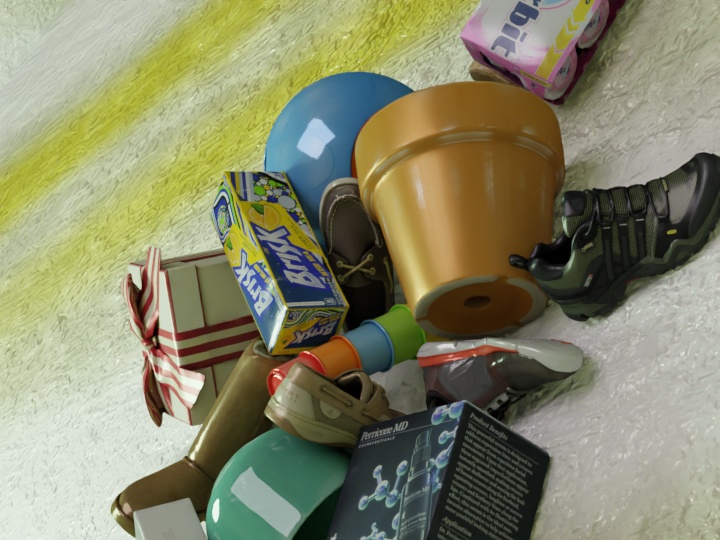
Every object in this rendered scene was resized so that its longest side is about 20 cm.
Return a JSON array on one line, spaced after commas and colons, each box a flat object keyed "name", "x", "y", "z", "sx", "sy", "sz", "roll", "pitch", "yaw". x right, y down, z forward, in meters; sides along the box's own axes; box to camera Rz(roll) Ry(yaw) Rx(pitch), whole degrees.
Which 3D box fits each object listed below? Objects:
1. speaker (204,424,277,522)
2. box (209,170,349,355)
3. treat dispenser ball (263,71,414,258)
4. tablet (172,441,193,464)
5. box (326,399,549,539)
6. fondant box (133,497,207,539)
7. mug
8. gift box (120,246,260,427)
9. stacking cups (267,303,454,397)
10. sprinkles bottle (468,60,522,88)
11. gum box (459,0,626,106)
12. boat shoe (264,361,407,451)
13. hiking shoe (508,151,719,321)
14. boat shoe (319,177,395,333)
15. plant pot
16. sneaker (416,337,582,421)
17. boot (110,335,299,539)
[{"name": "speaker", "x": -0.089, "y": 0.191, "z": 1.753, "sx": 0.200, "sy": 0.081, "sz": 0.082, "roll": -35, "pitch": 34, "yaw": 35}, {"name": "box", "x": -0.082, "y": -0.010, "z": 1.669, "sx": 0.201, "sy": 0.070, "sz": 0.065, "roll": 63, "pitch": 143, "yaw": 40}, {"name": "treat dispenser ball", "x": -0.003, "y": -0.108, "z": 1.800, "sx": 0.201, "sy": 0.200, "sz": 0.202, "roll": -39, "pitch": 32, "yaw": 30}, {"name": "tablet", "x": -0.157, "y": 0.180, "z": 1.823, "sx": 0.130, "sy": 0.014, "sz": 0.200, "roll": -37, "pitch": 2, "yaw": 0}, {"name": "box", "x": 0.055, "y": 0.230, "z": 1.444, "sx": 0.148, "sy": 0.107, "sz": 0.201, "roll": -21, "pitch": 43, "yaw": 49}, {"name": "fondant box", "x": -0.159, "y": 0.334, "z": 1.581, "sx": 0.145, "sy": 0.058, "sz": 0.201, "roll": -123, "pitch": 27, "yaw": -48}, {"name": "mug", "x": -0.060, "y": 0.220, "z": 1.580, "sx": 0.114, "sy": 0.185, "sz": 0.153, "roll": 33, "pitch": 104, "yaw": 28}, {"name": "gift box", "x": -0.146, "y": 0.055, "z": 1.784, "sx": 0.200, "sy": 0.185, "sz": 0.186, "roll": 174, "pitch": 84, "yaw": -71}, {"name": "stacking cups", "x": -0.002, "y": 0.076, "z": 1.622, "sx": 0.199, "sy": 0.061, "sz": 0.060, "roll": -20, "pitch": 8, "yaw": -32}, {"name": "sprinkles bottle", "x": 0.188, "y": -0.281, "z": 1.819, "sx": 0.201, "sy": 0.068, "sz": 0.068, "roll": -62, "pitch": 28, "yaw": -9}, {"name": "gum box", "x": 0.198, "y": -0.277, "z": 1.736, "sx": 0.113, "sy": 0.066, "sz": 0.201, "roll": 30, "pitch": 85, "yaw": 23}, {"name": "boat shoe", "x": -0.001, "y": 0.127, "z": 1.556, "sx": 0.071, "sy": 0.199, "sz": 0.065, "roll": 31, "pitch": 98, "yaw": 37}, {"name": "hiking shoe", "x": 0.223, "y": -0.039, "z": 1.463, "sx": 0.200, "sy": 0.100, "sz": 0.076, "roll": -43, "pitch": 31, "yaw": 25}, {"name": "boat shoe", "x": 0.000, "y": 0.000, "z": 1.714, "sx": 0.071, "sy": 0.201, "sz": 0.060, "roll": -6, "pitch": 38, "yaw": 4}, {"name": "plant pot", "x": 0.101, "y": -0.044, "z": 1.595, "sx": 0.200, "sy": 0.199, "sz": 0.184, "roll": -33, "pitch": 50, "yaw": 38}, {"name": "sneaker", "x": 0.127, "y": 0.103, "z": 1.530, "sx": 0.200, "sy": 0.077, "sz": 0.083, "roll": -8, "pitch": 81, "yaw": 57}, {"name": "boot", "x": -0.143, "y": 0.156, "z": 1.642, "sx": 0.201, "sy": 0.066, "sz": 0.175, "roll": -58, "pitch": -17, "yaw": 18}]
